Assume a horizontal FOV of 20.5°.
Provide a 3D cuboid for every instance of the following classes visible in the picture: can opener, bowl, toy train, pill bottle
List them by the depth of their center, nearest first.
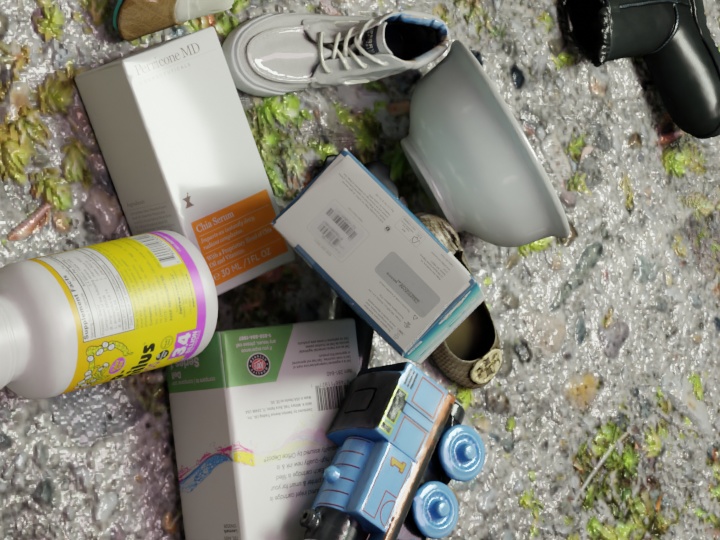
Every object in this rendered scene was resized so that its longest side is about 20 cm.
[{"bbox_3d":[-0.212,0.036,1.492,0.200,0.104,0.104,-15,94,-41],"label":"pill bottle"},{"bbox_3d":[0.019,0.173,1.581,0.114,0.087,0.200,38,62,-24],"label":"toy train"},{"bbox_3d":[0.000,0.000,1.721,0.063,0.078,0.200,27,65,-78],"label":"can opener"},{"bbox_3d":[0.096,-0.095,1.752,0.090,0.201,0.201,-29,107,0],"label":"bowl"}]

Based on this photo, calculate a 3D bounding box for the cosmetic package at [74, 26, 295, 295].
[{"bbox_3d":[-0.138,-0.082,1.593,0.101,0.071,0.200,-28,102,-39],"label":"cosmetic package"}]

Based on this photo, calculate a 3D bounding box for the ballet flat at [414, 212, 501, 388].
[{"bbox_3d":[0.087,0.032,1.757,0.067,0.046,0.200,-41,131,-25],"label":"ballet flat"}]

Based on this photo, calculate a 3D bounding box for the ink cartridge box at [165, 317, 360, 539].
[{"bbox_3d":[-0.071,0.145,1.612,0.145,0.084,0.200,-5,87,-42],"label":"ink cartridge box"}]

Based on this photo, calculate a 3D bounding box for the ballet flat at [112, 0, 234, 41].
[{"bbox_3d":[-0.121,-0.251,1.624,0.200,0.072,0.068,-55,163,-35],"label":"ballet flat"}]

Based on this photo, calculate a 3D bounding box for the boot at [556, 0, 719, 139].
[{"bbox_3d":[0.281,-0.223,1.975,0.162,0.073,0.199,-7,82,-44],"label":"boot"}]

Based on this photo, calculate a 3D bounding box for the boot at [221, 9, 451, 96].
[{"bbox_3d":[-0.017,-0.194,1.696,0.200,0.096,0.074,-14,93,-41],"label":"boot"}]

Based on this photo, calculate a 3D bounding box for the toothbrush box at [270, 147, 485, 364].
[{"bbox_3d":[0.019,-0.007,1.587,0.085,0.200,0.146,-45,84,2],"label":"toothbrush box"}]
